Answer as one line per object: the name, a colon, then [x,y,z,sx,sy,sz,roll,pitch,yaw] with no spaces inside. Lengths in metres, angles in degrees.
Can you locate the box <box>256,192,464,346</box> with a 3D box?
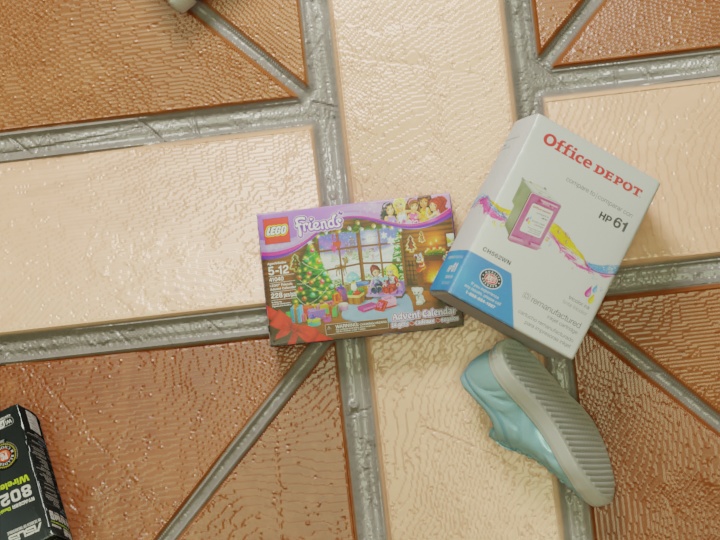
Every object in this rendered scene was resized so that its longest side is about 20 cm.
box: [0.000,0.000,1.464,0.199,0.039,0.137,-7,88,2]

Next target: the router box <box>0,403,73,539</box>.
router box: [-0.402,0.244,1.440,0.200,0.062,0.150,-24,64,1]

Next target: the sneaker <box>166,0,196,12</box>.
sneaker: [-0.198,-0.374,1.460,0.111,0.077,0.200,-35,92,8]

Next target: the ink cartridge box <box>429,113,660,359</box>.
ink cartridge box: [0.181,-0.033,1.415,0.144,0.085,0.200,28,83,-8]

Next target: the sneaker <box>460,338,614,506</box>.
sneaker: [0.177,0.160,1.449,0.082,0.074,0.200,-32,97,38]
